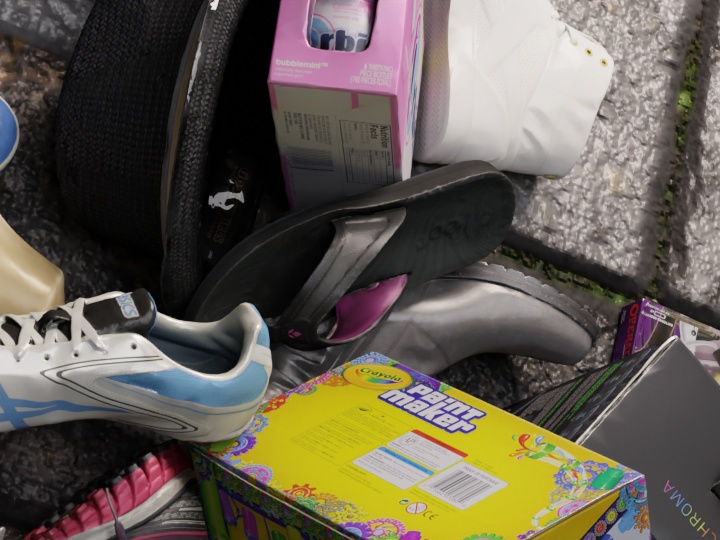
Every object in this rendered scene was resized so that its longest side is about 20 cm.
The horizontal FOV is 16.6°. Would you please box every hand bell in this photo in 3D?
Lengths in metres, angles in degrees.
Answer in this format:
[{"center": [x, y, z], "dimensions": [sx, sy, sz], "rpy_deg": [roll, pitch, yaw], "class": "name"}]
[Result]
[{"center": [-0.131, 0.042, 1.217], "dimensions": [0.200, 0.104, 0.104], "rpy_deg": [31, 63, -10], "class": "hand bell"}]

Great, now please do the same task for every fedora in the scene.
[{"center": [-0.101, -0.081, 1.265], "dimensions": [0.091, 0.201, 0.201], "rpy_deg": [12, 67, 9], "class": "fedora"}]

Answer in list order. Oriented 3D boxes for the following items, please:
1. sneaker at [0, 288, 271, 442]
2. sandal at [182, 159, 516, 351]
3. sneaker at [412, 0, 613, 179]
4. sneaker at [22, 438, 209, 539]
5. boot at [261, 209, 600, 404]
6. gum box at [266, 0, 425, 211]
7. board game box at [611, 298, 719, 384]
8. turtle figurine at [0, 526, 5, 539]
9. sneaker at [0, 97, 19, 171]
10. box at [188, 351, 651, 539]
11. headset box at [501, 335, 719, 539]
[{"center": [-0.137, 0.038, 1.142], "dimensions": [0.199, 0.072, 0.073], "rpy_deg": [3, 116, -23], "class": "sneaker"}, {"center": [0.000, -0.001, 1.260], "dimensions": [0.200, 0.075, 0.048], "rpy_deg": [-25, 43, -22], "class": "sandal"}, {"center": [0.089, -0.150, 1.423], "dimensions": [0.115, 0.074, 0.201], "rpy_deg": [10, 79, -27], "class": "sneaker"}, {"center": [-0.143, 0.161, 1.202], "dimensions": [0.200, 0.081, 0.075], "rpy_deg": [-35, 95, -31], "class": "sneaker"}, {"center": [0.025, 0.057, 1.334], "dimensions": [0.199, 0.070, 0.132], "rpy_deg": [15, 71, -11], "class": "boot"}, {"center": [-0.004, -0.110, 1.280], "dimensions": [0.066, 0.200, 0.114], "rpy_deg": [6, 71, 4], "class": "gum box"}, {"center": [0.230, 0.107, 1.440], "dimensions": [0.200, 0.032, 0.120], "rpy_deg": [22, 70, -20], "class": "board game box"}, {"center": [-0.272, 0.146, 1.104], "dimensions": [0.200, 0.144, 0.194], "rpy_deg": [28, 70, -12], "class": "turtle figurine"}, {"center": [-0.251, -0.096, 1.204], "dimensions": [0.199, 0.111, 0.077], "rpy_deg": [18, 68, -22], "class": "sneaker"}, {"center": [0.034, 0.171, 1.181], "dimensions": [0.122, 0.200, 0.193], "rpy_deg": [-25, 120, -31], "class": "box"}, {"center": [0.147, 0.143, 1.286], "dimensions": [0.174, 0.200, 0.093], "rpy_deg": [49, 60, -5], "class": "headset box"}]
